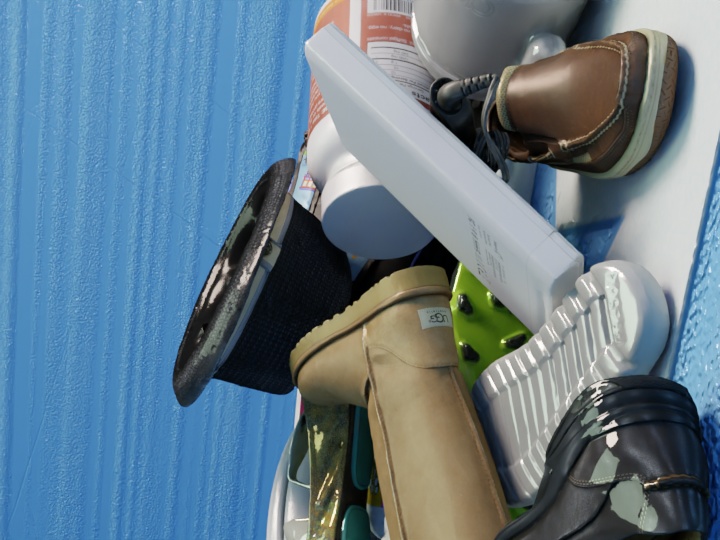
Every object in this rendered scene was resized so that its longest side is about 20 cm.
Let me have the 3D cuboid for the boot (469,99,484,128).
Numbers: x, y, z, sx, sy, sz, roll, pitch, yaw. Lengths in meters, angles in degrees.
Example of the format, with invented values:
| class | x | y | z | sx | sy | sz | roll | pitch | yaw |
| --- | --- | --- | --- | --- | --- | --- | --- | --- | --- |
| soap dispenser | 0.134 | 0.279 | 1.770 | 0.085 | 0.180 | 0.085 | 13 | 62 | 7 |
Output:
| class | x | y | z | sx | sy | sz | roll | pitch | yaw |
| --- | --- | --- | --- | --- | --- | --- | --- | --- | --- |
| boot | 0.107 | -0.197 | 0.904 | 0.174 | 0.068 | 0.202 | 109 | 168 | -75 |

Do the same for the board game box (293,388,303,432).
| class | x | y | z | sx | sy | sz | roll | pitch | yaw |
| --- | --- | --- | --- | --- | --- | --- | --- | --- | --- |
| board game box | 0.012 | 0.223 | 0.995 | 0.026 | 0.200 | 0.202 | -27 | 42 | 31 |

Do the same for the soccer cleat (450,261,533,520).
| class | x | y | z | sx | sy | sz | roll | pitch | yaw |
| --- | --- | --- | --- | --- | --- | --- | --- | --- | --- |
| soccer cleat | 0.085 | 0.073 | 0.739 | 0.081 | 0.067 | 0.203 | 115 | 158 | -77 |

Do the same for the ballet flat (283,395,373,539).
| class | x | y | z | sx | sy | sz | roll | pitch | yaw |
| --- | --- | --- | --- | --- | --- | --- | --- | --- | --- |
| ballet flat | -0.023 | 0.163 | 0.787 | 0.071 | 0.070 | 0.202 | 107 | 166 | -69 |

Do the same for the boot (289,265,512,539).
| class | x | y | z | sx | sy | sz | roll | pitch | yaw |
| --- | --- | --- | --- | --- | --- | --- | --- | --- | --- |
| boot | 0.021 | 0.121 | 0.671 | 0.175 | 0.065 | 0.202 | -47 | 50 | 55 |

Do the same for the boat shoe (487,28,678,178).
| class | x | y | z | sx | sy | sz | roll | pitch | yaw |
| --- | --- | --- | --- | --- | --- | --- | --- | --- | --- |
| boat shoe | 0.112 | -0.088 | 0.622 | 0.202 | 0.074 | 0.076 | 142 | 134 | -84 |

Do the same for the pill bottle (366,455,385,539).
| class | x | y | z | sx | sy | sz | roll | pitch | yaw |
| --- | --- | --- | --- | --- | --- | --- | --- | --- | --- |
| pill bottle | 0.059 | 0.142 | 0.829 | 0.104 | 0.103 | 0.203 | 121 | 154 | -80 |

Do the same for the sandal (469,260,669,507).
| class | x | y | z | sx | sy | sz | roll | pitch | yaw |
| --- | --- | --- | --- | --- | --- | --- | --- | --- | --- |
| sandal | 0.114 | 0.070 | 0.597 | 0.203 | 0.049 | 0.083 | 123 | 140 | -53 |

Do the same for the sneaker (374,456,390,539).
| class | x | y | z | sx | sy | sz | roll | pitch | yaw |
| --- | --- | --- | --- | --- | --- | --- | --- | --- | --- |
| sneaker | 0.037 | 0.212 | 0.733 | 0.070 | 0.079 | 0.202 | 85 | 168 | -86 |

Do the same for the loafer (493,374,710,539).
| class | x | y | z | sx | sy | sz | roll | pitch | yaw |
| --- | --- | --- | --- | --- | --- | --- | --- | --- | --- |
| loafer | 0.101 | 0.139 | 0.497 | 0.073 | 0.072 | 0.201 | -95 | 10 | -49 |

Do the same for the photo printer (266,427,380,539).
| class | x | y | z | sx | sy | sz | roll | pitch | yaw |
| --- | --- | --- | --- | --- | --- | --- | --- | --- | --- |
| photo printer | 0.005 | 0.224 | 0.889 | 0.069 | 0.200 | 0.168 | -25 | 44 | 33 |

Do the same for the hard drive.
| class | x | y | z | sx | sy | sz | roll | pitch | yaw |
| --- | --- | --- | --- | --- | --- | --- | --- | --- | --- |
| hard drive | 0.051 | -0.045 | 0.652 | 0.027 | 0.200 | 0.132 | -42 | -22 | -7 |

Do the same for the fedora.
| class | x | y | z | sx | sy | sz | roll | pitch | yaw |
| --- | --- | --- | --- | --- | --- | --- | --- | --- | --- |
| fedora | -0.064 | 0.021 | 0.824 | 0.202 | 0.091 | 0.201 | -58 | 14 | 23 |

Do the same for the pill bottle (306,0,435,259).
| class | x | y | z | sx | sy | sz | roll | pitch | yaw |
| --- | --- | --- | --- | --- | --- | --- | --- | --- | --- |
| pill bottle | 0.016 | -0.114 | 0.833 | 0.113 | 0.111 | 0.202 | 102 | 172 | -54 |

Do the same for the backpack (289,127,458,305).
| class | x | y | z | sx | sy | sz | roll | pitch | yaw |
| --- | --- | --- | --- | --- | --- | --- | --- | --- | --- |
| backpack | 0.000 | 0.000 | 0.945 | 0.134 | 0.182 | 0.201 | 37 | -102 | -51 |

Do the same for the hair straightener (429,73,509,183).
| class | x | y | z | sx | sy | sz | roll | pitch | yaw |
| --- | --- | --- | --- | --- | --- | --- | --- | --- | --- |
| hair straightener | 0.072 | -0.073 | 0.657 | 0.041 | 0.077 | 0.200 | -42 | -4 | -6 |

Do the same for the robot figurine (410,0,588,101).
| class | x | y | z | sx | sy | sz | roll | pitch | yaw |
| --- | --- | --- | --- | --- | --- | --- | --- | --- | --- |
| robot figurine | 0.095 | -0.191 | 0.745 | 0.200 | 0.112 | 0.171 | 104 | 155 | -66 |
